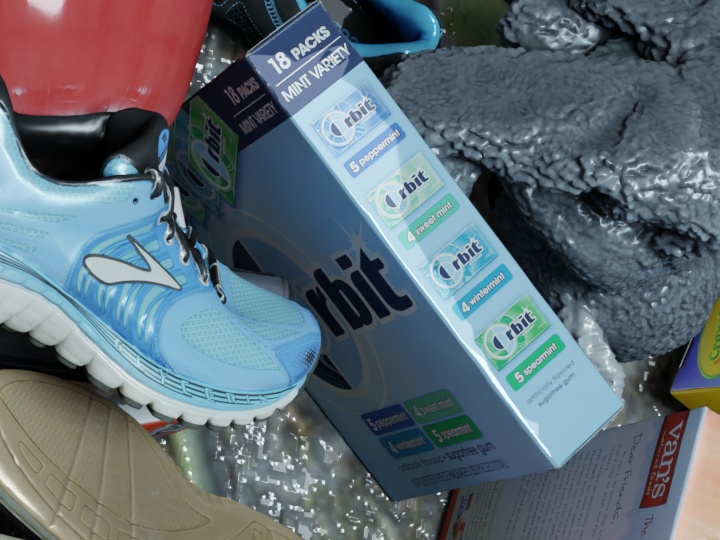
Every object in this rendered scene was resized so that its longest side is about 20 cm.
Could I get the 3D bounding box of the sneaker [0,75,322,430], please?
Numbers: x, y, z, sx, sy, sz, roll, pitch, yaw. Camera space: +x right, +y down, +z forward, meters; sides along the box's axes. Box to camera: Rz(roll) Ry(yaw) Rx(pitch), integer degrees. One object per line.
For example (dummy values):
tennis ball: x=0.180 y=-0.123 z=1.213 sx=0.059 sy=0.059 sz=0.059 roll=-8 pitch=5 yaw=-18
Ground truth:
sneaker: x=-0.084 y=-0.010 z=0.862 sx=0.200 sy=0.078 sz=0.090 roll=28 pitch=105 yaw=-37

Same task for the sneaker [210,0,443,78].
sneaker: x=-0.052 y=-0.141 z=1.044 sx=0.200 sy=0.082 sz=0.073 roll=29 pitch=70 yaw=-15

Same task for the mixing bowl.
mixing bowl: x=-0.141 y=-0.089 z=0.923 sx=0.200 sy=0.200 sz=0.108 roll=-5 pitch=78 yaw=-25

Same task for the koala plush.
koala plush: x=0.116 y=-0.030 z=1.045 sx=0.184 sy=0.200 sz=0.177 roll=20 pitch=54 yaw=21

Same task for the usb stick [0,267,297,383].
usb stick: x=-0.119 y=0.015 z=0.936 sx=0.200 sy=0.033 sz=0.056 roll=9 pitch=82 yaw=-22

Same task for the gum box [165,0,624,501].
gum box: x=0.000 y=0.000 z=0.985 sx=0.045 sy=0.170 sz=0.200 roll=-40 pitch=96 yaw=-22

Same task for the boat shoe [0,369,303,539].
boat shoe: x=-0.096 y=0.106 z=0.944 sx=0.200 sy=0.065 sz=0.072 roll=35 pitch=46 yaw=-40

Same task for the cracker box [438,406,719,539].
cracker box: x=0.093 y=0.139 z=0.979 sx=0.058 sy=0.200 sz=0.134 roll=25 pitch=70 yaw=-19

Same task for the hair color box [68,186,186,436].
hair color box: x=-0.165 y=0.030 z=0.965 sx=0.200 sy=0.061 sz=0.102 roll=-9 pitch=81 yaw=-27

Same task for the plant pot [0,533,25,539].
plant pot: x=-0.142 y=0.202 z=0.874 sx=0.200 sy=0.200 sz=0.177 roll=17 pitch=60 yaw=-20

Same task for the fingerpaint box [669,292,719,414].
fingerpaint box: x=0.258 y=0.014 z=1.136 sx=0.167 sy=0.073 sz=0.200 roll=38 pitch=65 yaw=-26
